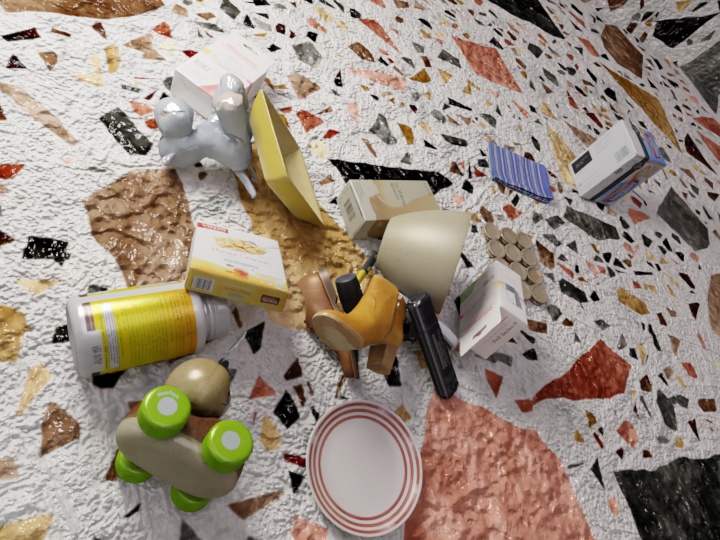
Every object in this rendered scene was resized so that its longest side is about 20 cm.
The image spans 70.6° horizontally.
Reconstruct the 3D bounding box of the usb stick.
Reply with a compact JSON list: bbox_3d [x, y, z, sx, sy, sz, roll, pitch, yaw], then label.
[{"bbox_3d":[0.130,0.134,0.904,0.055,0.033,0.200,-36,111,-44],"label":"usb stick"}]

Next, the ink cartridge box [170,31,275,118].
[{"bbox_3d":[-0.274,-0.395,1.040,0.116,0.068,0.200,37,52,-5],"label":"ink cartridge box"}]

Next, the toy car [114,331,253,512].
[{"bbox_3d":[-0.203,0.178,0.674,0.158,0.164,0.200,32,38,-8],"label":"toy car"}]

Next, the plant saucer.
[{"bbox_3d":[-0.142,-0.195,0.943,0.048,0.200,0.200,-22,67,6],"label":"plant saucer"}]

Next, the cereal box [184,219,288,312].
[{"bbox_3d":[-0.194,-0.013,0.799,0.144,0.040,0.200,15,21,-21],"label":"cereal box"}]

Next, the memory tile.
[{"bbox_3d":[0.361,-0.017,1.194,0.153,0.017,0.200,11,56,-24],"label":"memory tile"}]

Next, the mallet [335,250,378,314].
[{"bbox_3d":[0.000,0.000,0.925,0.200,0.041,0.066,-66,142,-56],"label":"mallet"}]

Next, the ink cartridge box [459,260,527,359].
[{"bbox_3d":[0.250,0.084,0.969,0.067,0.117,0.200,34,33,-10],"label":"ink cartridge box"}]

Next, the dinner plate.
[{"bbox_3d":[0.006,0.302,0.790,0.200,0.024,0.200,14,55,-21],"label":"dinner plate"}]

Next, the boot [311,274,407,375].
[{"bbox_3d":[0.005,0.065,0.814,0.201,0.071,0.144,43,49,-41],"label":"boot"}]

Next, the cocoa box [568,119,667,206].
[{"bbox_3d":[0.733,-0.303,1.463,0.131,0.200,0.134,11,56,-24],"label":"cocoa box"}]

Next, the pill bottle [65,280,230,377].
[{"bbox_3d":[-0.290,0.074,0.709,0.200,0.109,0.109,-9,66,-33],"label":"pill bottle"}]

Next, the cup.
[{"bbox_3d":[0.112,-0.032,0.970,0.143,0.200,0.200,17,51,7],"label":"cup"}]

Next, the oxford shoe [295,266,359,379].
[{"bbox_3d":[-0.055,0.098,0.869,0.071,0.071,0.200,-22,74,-5],"label":"oxford shoe"}]

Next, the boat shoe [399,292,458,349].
[{"bbox_3d":[0.092,0.100,0.941,0.200,0.070,0.066,38,77,-18],"label":"boat shoe"}]

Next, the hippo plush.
[{"bbox_3d":[-0.279,-0.245,0.915,0.161,0.200,0.159,-6,32,-6],"label":"hippo plush"}]

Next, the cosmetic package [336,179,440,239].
[{"bbox_3d":[0.062,-0.128,1.059,0.200,0.071,0.105,-7,65,-32],"label":"cosmetic package"}]

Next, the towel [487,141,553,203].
[{"bbox_3d":[0.438,-0.270,1.392,0.200,0.024,0.145,17,53,-19],"label":"towel"}]
